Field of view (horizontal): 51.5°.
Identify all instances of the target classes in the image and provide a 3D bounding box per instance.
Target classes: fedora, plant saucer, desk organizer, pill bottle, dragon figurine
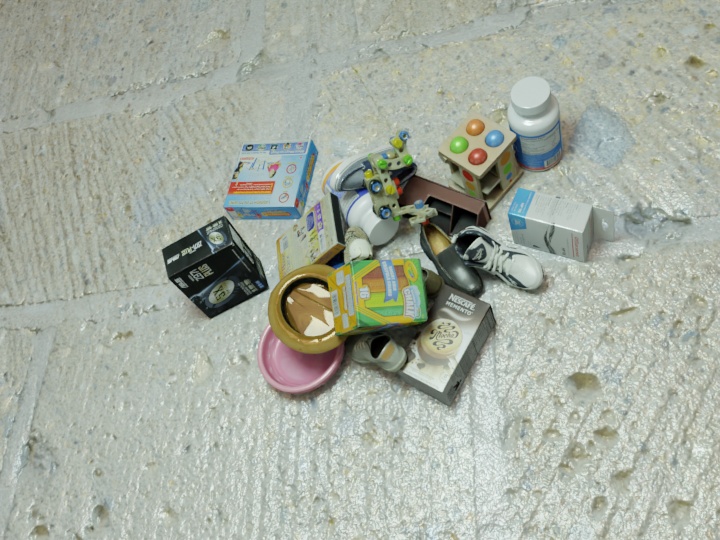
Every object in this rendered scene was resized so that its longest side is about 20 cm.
[{"bbox_3d":[-0.093,0.088,1.546,0.195,0.082,0.205,-4,65,9],"label":"fedora"},{"bbox_3d":[-0.122,0.169,1.589,0.196,0.051,0.205,-9,58,15],"label":"plant saucer"},{"bbox_3d":[0.180,-0.134,1.641,0.197,0.072,0.078,25,74,30],"label":"desk organizer"},{"bbox_3d":[0.003,-0.153,1.690,0.111,0.113,0.201,-36,56,-4],"label":"pill bottle"},{"bbox_3d":[0.372,-0.314,1.595,0.110,0.201,0.114,-9,58,14],"label":"pill bottle"},{"bbox_3d":[-0.038,0.008,1.645,0.097,0.059,0.204,-13,57,13],"label":"dragon figurine"}]

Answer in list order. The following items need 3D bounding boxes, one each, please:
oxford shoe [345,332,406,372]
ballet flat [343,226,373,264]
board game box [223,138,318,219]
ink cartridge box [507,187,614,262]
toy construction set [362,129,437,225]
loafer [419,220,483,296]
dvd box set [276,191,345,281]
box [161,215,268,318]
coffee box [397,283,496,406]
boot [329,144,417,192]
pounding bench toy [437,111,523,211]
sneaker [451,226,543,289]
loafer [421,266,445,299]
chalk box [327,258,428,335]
[{"bbox_3d":[0.021,0.151,1.502,0.076,0.058,0.199,-55,27,-12],"label":"oxford shoe"},{"bbox_3d":[0.000,0.000,1.574,0.066,0.075,0.205,5,79,-15],"label":"ballet flat"},{"bbox_3d":[-0.220,-0.226,1.845,0.195,0.056,0.200,2,63,21],"label":"board game box"},{"bbox_3d":[0.404,-0.087,1.505,0.197,0.116,0.068,18,68,28],"label":"ink cartridge box"},{"bbox_3d":[0.078,-0.180,1.566,0.129,0.203,0.092,-28,13,-11],"label":"toy construction set"},{"bbox_3d":[0.184,-0.025,1.575,0.072,0.073,0.200,-38,57,-6],"label":"loafer"},{"bbox_3d":[-0.114,-0.060,1.667,0.199,0.029,0.149,-39,45,32],"label":"dvd box set"},{"bbox_3d":[-0.321,-0.003,1.668,0.161,0.201,0.087,-26,55,3],"label":"box"},{"bbox_3d":[0.171,0.145,1.478,0.111,0.080,0.202,22,71,30],"label":"coffee box"},{"bbox_3d":[0.031,-0.210,1.617,0.198,0.074,0.090,-33,54,-31],"label":"boot"},{"bbox_3d":[0.236,-0.259,1.639,0.124,0.157,0.199,-46,57,-10],"label":"pounding bench toy"},{"bbox_3d":[0.264,-0.024,1.497,0.199,0.128,0.080,43,117,26],"label":"sneaker"},{"bbox_3d":[0.084,0.011,1.588,0.196,0.068,0.077,4,62,29],"label":"loafer"},{"bbox_3d":[0.052,0.051,1.459,0.196,0.124,0.128,-4,80,-25],"label":"chalk box"}]
